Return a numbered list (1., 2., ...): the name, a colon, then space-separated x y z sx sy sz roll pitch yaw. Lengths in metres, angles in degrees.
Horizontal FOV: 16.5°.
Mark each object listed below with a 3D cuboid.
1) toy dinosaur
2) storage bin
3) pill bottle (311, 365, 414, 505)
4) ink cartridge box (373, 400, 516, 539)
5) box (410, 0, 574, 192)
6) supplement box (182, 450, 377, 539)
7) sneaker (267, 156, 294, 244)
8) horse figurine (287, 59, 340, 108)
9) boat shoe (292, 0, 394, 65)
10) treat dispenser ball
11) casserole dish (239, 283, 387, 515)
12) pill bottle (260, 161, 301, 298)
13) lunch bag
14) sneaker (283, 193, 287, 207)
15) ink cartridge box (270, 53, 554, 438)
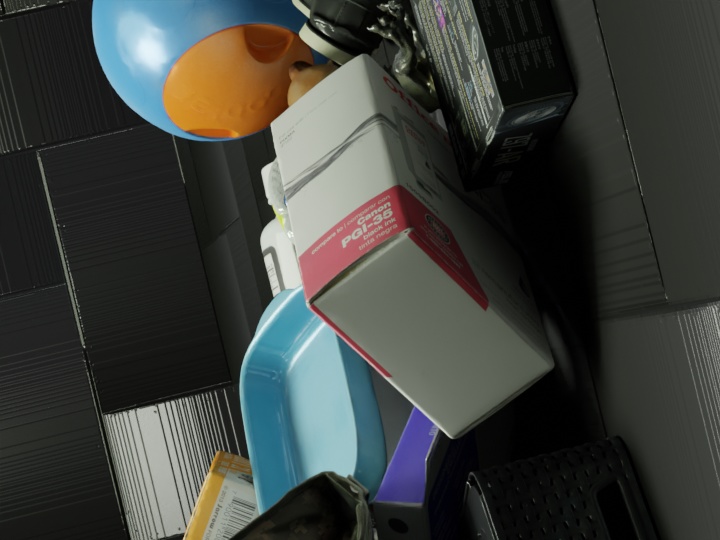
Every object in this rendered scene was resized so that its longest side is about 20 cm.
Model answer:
1. toy dinosaur: 0.040 -0.137 1.649 0.088 0.047 0.200 62 176 -13
2. storage bin: 0.121 0.204 1.498 0.200 0.093 0.136 95 159 -61
3. pill bottle: 0.019 0.111 1.805 0.200 0.114 0.114 -36 -68 -86
4. ink cartridge box: 0.058 0.112 1.613 0.200 0.043 0.198 86 -160 -45
5. box: 0.065 -0.164 1.461 0.160 0.043 0.201 109 147 -74
6. supplement box: -0.022 0.198 1.749 0.126 0.199 0.074 -105 36 -87
7. sneaker: 0.011 -0.010 1.789 0.200 0.076 0.105 49 -178 33
8. horse figurine: 0.005 -0.099 1.701 0.200 0.050 0.133 39 180 42
9. boat shoe: -0.007 -0.197 1.822 0.063 0.074 0.201 -62 8 11
10. treat dispenser ball: -0.121 -0.208 2.046 0.201 0.200 0.202 167 90 -81
11. casserole dish: -0.029 0.101 1.666 0.121 0.039 0.200 -50 38 37
12. pill bottle: -0.018 0.004 2.005 0.111 0.110 0.201 131 125 -79
13. lunch bag: -0.051 0.232 1.529 0.117 0.200 0.164 34 159 20
14. sneaker: 0.000 0.000 1.655 0.075 0.078 0.200 -56 38 20
15. ink cartridge box: 0.028 -0.019 1.505 0.146 0.083 0.200 42 -160 -31
